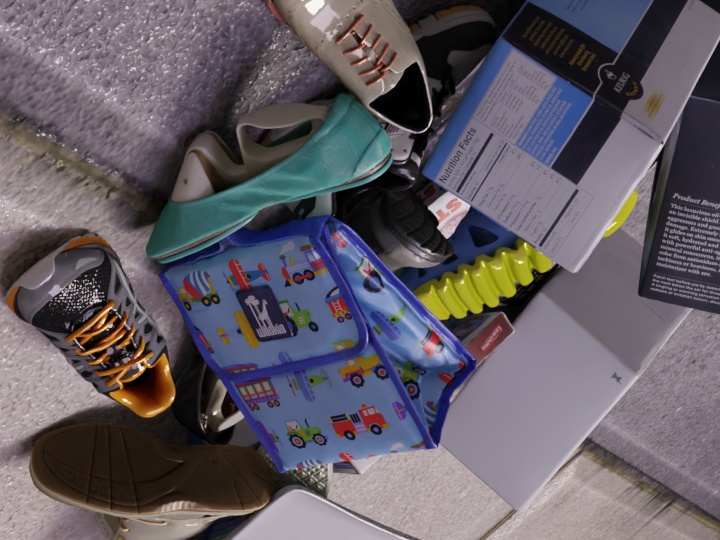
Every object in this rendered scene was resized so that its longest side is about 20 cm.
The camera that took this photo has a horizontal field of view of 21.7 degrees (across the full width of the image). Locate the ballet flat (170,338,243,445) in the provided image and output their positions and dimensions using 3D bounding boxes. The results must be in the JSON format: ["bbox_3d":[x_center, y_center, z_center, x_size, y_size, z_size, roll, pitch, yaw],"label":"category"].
[{"bbox_3d":[-0.097,0.067,1.456,0.068,0.069,0.201,-23,152,-31],"label":"ballet flat"}]

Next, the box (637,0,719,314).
[{"bbox_3d":[0.305,-0.102,1.513,0.201,0.122,0.199,-70,170,-52],"label":"box"}]

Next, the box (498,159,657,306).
[{"bbox_3d":[0.153,-0.054,1.630,0.200,0.049,0.159,-49,152,21],"label":"box"}]

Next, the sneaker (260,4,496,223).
[{"bbox_3d":[0.027,-0.101,1.316,0.200,0.088,0.076,-39,155,-4],"label":"sneaker"}]

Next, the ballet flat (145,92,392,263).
[{"bbox_3d":[-0.073,-0.069,1.241,0.199,0.071,0.067,-21,-157,28],"label":"ballet flat"}]

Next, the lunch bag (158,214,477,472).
[{"bbox_3d":[-0.038,0.037,1.336,0.150,0.200,0.094,-13,-146,38],"label":"lunch bag"}]

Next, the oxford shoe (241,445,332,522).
[{"bbox_3d":[-0.066,0.191,1.595,0.075,0.058,0.201,10,134,-3],"label":"oxford shoe"}]

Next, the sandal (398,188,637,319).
[{"bbox_3d":[0.112,-0.034,1.455,0.199,0.087,0.080,-29,157,-10],"label":"sandal"}]

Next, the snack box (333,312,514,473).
[{"bbox_3d":[0.044,0.104,1.625,0.200,0.024,0.072,-41,-164,-26],"label":"snack box"}]

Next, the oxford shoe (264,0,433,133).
[{"bbox_3d":[0.000,-0.153,1.188,0.071,0.074,0.200,-41,148,6],"label":"oxford shoe"}]

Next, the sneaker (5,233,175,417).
[{"bbox_3d":[-0.175,0.040,1.287,0.078,0.077,0.200,-37,155,0],"label":"sneaker"}]

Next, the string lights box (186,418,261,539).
[{"bbox_3d":[-0.104,0.176,1.649,0.102,0.059,0.201,-23,152,-33],"label":"string lights box"}]

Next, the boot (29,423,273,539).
[{"bbox_3d":[-0.190,0.182,1.511,0.199,0.073,0.155,9,155,-27],"label":"boot"}]

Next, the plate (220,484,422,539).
[{"bbox_3d":[-0.055,0.257,1.594,0.199,0.032,0.200,28,123,-38],"label":"plate"}]

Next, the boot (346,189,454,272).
[{"bbox_3d":[0.000,0.000,1.400,0.131,0.068,0.200,-44,-174,6],"label":"boot"}]

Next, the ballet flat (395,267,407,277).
[{"bbox_3d":[0.009,0.064,1.550,0.067,0.071,0.200,8,153,-12],"label":"ballet flat"}]

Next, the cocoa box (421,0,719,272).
[{"bbox_3d":[0.152,-0.124,1.316,0.134,0.131,0.200,-60,176,39],"label":"cocoa box"}]

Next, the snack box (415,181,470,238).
[{"bbox_3d":[0.104,-0.066,1.511,0.200,0.024,0.072,-37,131,11],"label":"snack box"}]

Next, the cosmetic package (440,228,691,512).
[{"bbox_3d":[0.194,0.089,1.782,0.200,0.123,0.200,-54,173,32],"label":"cosmetic package"}]
